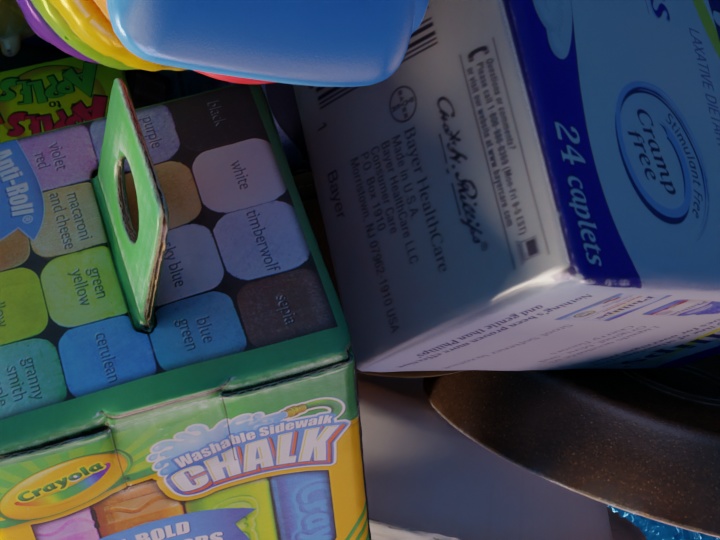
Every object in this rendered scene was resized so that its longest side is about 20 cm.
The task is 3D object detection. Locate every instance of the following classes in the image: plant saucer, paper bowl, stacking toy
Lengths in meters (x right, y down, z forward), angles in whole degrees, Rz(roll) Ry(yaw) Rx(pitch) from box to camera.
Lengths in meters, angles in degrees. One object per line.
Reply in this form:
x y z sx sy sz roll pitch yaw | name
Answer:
0.125 0.058 0.799 0.199 0.035 0.200 16 -168 -3 | plant saucer
0.023 0.099 0.842 0.199 0.105 0.201 14 -176 -1 | paper bowl
-0.076 -0.103 0.640 0.109 0.117 0.200 2 173 -37 | stacking toy

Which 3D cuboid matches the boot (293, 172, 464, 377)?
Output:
0.000 0.000 0.846 0.199 0.077 0.155 5 -179 28 | boot

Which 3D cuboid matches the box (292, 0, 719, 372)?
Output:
0.078 -0.063 0.722 0.105 0.185 0.199 -24 163 39 | box

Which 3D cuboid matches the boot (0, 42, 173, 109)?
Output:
-0.163 -0.059 0.830 0.097 0.075 0.200 24 154 -26 | boot

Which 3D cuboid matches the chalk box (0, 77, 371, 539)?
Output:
-0.072 0.029 0.655 0.123 0.125 0.201 -15 141 -8 | chalk box

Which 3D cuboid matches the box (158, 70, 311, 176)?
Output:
-0.025 -0.066 0.915 0.199 0.049 0.082 -5 166 -26 | box

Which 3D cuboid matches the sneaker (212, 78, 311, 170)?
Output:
0.029 -0.070 0.827 0.199 0.074 0.082 5 -176 -40 | sneaker

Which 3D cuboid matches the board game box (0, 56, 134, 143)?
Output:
-0.127 0.012 0.750 0.101 0.048 0.201 -13 142 -10 | board game box
